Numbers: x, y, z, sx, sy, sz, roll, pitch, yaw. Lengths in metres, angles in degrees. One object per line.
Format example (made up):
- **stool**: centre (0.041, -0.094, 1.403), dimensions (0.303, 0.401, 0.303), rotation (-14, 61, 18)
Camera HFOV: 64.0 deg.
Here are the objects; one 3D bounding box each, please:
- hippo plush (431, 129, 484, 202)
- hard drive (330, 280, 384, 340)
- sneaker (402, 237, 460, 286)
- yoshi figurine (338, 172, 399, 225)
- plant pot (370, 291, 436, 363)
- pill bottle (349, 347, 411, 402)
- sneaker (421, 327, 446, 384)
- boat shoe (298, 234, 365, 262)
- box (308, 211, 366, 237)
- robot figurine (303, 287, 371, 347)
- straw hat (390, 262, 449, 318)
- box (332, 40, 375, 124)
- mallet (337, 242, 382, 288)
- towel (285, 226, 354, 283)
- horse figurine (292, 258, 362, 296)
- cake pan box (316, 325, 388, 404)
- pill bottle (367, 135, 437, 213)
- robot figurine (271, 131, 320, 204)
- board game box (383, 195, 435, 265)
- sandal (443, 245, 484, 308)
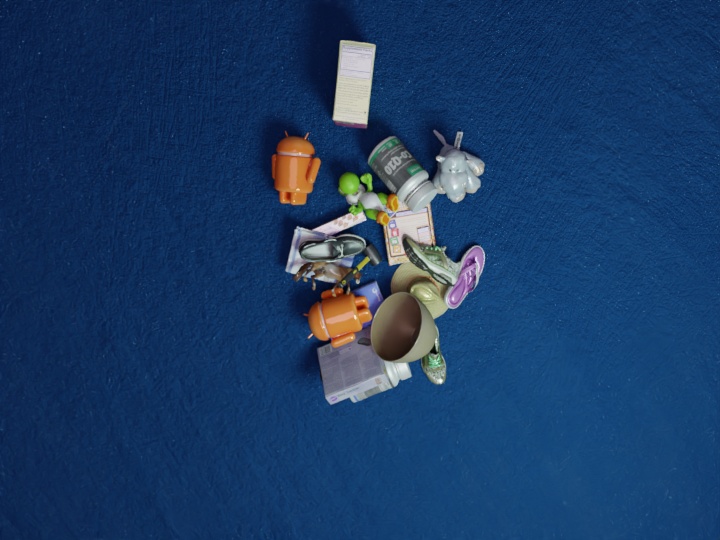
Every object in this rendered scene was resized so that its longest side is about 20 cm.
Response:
- **hippo plush**: centre (0.281, -0.290, 1.617), dimensions (0.155, 0.161, 0.205), rotation (4, 100, 0)
- **hard drive**: centre (-0.017, 0.132, 1.765), dimensions (0.197, 0.025, 0.134), rotation (-23, 99, 5)
- **sneaker**: centre (0.209, -0.041, 1.670), dimensions (0.199, 0.077, 0.089), rotation (38, 72, -10)
- **yoshi figurine**: centre (0.007, -0.214, 1.630), dimensions (0.198, 0.112, 0.114), rotation (31, 126, 30)
- **plant pot**: centre (0.144, 0.179, 1.669), dimensions (0.133, 0.200, 0.202), rotation (24, 102, -38)
- **pill bottle**: centre (0.049, 0.313, 1.752), dimensions (0.197, 0.114, 0.116), rotation (-22, 99, 4)
- **sneaker**: centre (0.218, 0.260, 1.752), dimensions (0.075, 0.089, 0.204), rotation (-15, 100, 3)
- **boat shoe**: centre (-0.080, -0.058, 1.660), dimensions (0.195, 0.061, 0.077), rotation (-8, 115, -2)
- **box**: centre (-0.078, -0.131, 1.713), dimensions (0.197, 0.041, 0.039), rotation (-24, 100, 4)
- **robot figurine**: centre (-0.068, 0.134, 1.689), dimensions (0.196, 0.117, 0.147), rotation (-17, 105, 3)
- **straw hat**: centre (0.188, 0.066, 1.720), dimensions (0.196, 0.085, 0.206), rotation (0, 100, 1)
- **box**: centre (-0.017, -0.502, 1.577), dimensions (0.094, 0.176, 0.205), rotation (7, 101, -1)
- **mallet**: centre (0.000, 0.000, 1.674), dimensions (0.066, 0.201, 0.041), rotation (48, 137, -13)
- **towel**: centre (-0.117, -0.038, 1.712), dimensions (0.196, 0.024, 0.149), rotation (14, 112, -12)
- **horse figurine**: centre (-0.094, 0.014, 1.673), dimensions (0.196, 0.134, 0.051), rotation (15, 129, 0)
- **cake pan box**: centre (-0.030, 0.280, 1.704), dimensions (0.197, 0.186, 0.053), rotation (-23, 132, 4)
- **pill bottle**: centre (0.120, -0.268, 1.621), dimensions (0.113, 0.113, 0.201), rotation (-41, 78, 8)
- **robot figurine**: centre (-0.187, -0.293, 1.648), dimensions (0.114, 0.144, 0.205), rotation (0, 101, -22)
- **board game box**: centre (0.141, -0.129, 1.706), dimensions (0.148, 0.046, 0.205), rotation (-8, 100, 2)
- **sandal**: centre (0.321, 0.025, 1.711), dimensions (0.082, 0.050, 0.205), rotation (29, 88, -26)
